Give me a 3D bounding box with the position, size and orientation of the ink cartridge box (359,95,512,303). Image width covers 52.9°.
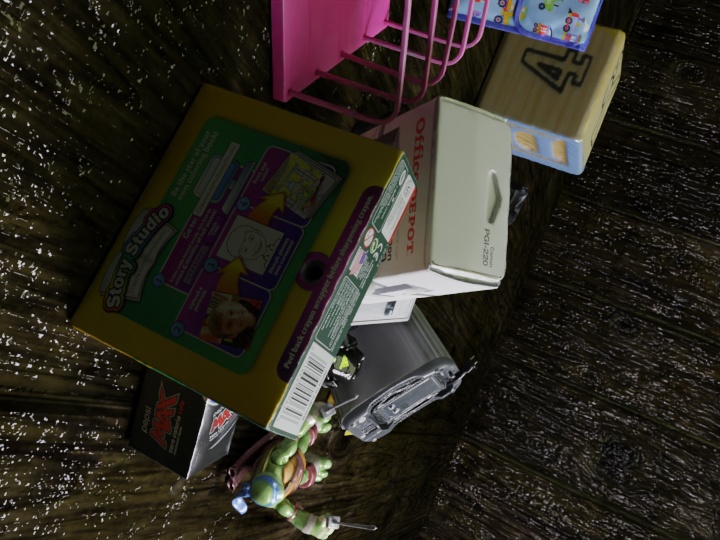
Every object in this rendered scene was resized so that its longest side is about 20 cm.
[{"bbox_3d":[0.037,-0.052,0.653,0.084,0.199,0.147,12,77,-33],"label":"ink cartridge box"}]

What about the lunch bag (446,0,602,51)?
[{"bbox_3d":[0.231,-0.375,0.919,0.094,0.198,0.152,-33,141,-59],"label":"lunch bag"}]

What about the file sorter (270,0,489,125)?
[{"bbox_3d":[0.027,-0.236,0.633,0.200,0.124,0.140,-50,154,-43],"label":"file sorter"}]

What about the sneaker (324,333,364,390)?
[{"bbox_3d":[-0.048,0.095,0.843,0.074,0.087,0.200,-66,161,-3],"label":"sneaker"}]

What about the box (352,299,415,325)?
[{"bbox_3d":[0.000,0.000,0.843,0.199,0.060,0.118,0,111,-54],"label":"box"}]

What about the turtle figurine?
[{"bbox_3d":[-0.046,0.237,0.879,0.199,0.145,0.194,-31,-179,6],"label":"turtle figurine"}]

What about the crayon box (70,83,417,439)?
[{"bbox_3d":[-0.080,-0.013,0.509,0.201,0.171,0.058,-63,157,-11],"label":"crayon box"}]

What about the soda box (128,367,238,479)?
[{"bbox_3d":[-0.131,0.066,0.612,0.063,0.070,0.202,-17,126,-66],"label":"soda box"}]

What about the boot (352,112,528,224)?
[{"bbox_3d":[0.105,-0.122,0.850,0.165,0.199,0.066,-35,143,-57],"label":"boot"}]

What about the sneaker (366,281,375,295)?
[{"bbox_3d":[-0.066,0.008,0.654,0.075,0.089,0.199,-22,177,-43],"label":"sneaker"}]

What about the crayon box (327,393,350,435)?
[{"bbox_3d":[0.013,0.154,1.129,0.202,0.050,0.127,-67,161,-6],"label":"crayon box"}]

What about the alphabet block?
[{"bbox_3d":[0.334,-0.313,1.275,0.202,0.195,0.195,-67,162,-3],"label":"alphabet block"}]

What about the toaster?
[{"bbox_3d":[0.042,0.125,0.970,0.199,0.130,0.114,-33,148,6],"label":"toaster"}]
